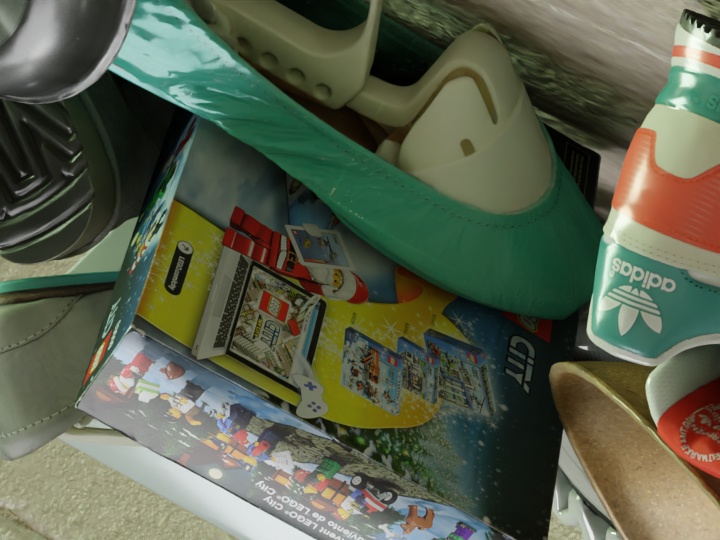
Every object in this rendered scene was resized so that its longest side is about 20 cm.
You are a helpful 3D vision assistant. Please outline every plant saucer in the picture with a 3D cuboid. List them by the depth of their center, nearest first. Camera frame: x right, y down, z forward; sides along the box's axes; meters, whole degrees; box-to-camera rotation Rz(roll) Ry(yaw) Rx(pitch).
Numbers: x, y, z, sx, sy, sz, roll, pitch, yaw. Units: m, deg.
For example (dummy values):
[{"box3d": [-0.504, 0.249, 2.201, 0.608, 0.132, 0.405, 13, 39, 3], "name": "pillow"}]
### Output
[{"box3d": [0.124, 0.098, 0.809, 0.201, 0.035, 0.200, 54, 174, 9], "name": "plant saucer"}]

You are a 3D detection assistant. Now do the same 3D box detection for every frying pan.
[{"box3d": [-0.130, -0.084, 0.853, 0.190, 0.031, 0.115, -35, 86, 45], "name": "frying pan"}]

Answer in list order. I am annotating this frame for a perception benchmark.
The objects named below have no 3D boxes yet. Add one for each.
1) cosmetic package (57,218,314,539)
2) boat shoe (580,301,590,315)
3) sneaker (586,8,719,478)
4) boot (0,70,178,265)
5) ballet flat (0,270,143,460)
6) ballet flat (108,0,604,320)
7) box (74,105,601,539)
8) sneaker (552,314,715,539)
[{"box3d": [-0.023, 0.019, 1.165, 0.150, 0.200, 0.052, 26, 132, 16], "name": "cosmetic package"}, {"box3d": [0.015, -0.021, 1.110, 0.199, 0.074, 0.068, 42, 169, 31], "name": "boat shoe"}, {"box3d": [0.110, 0.012, 0.745, 0.070, 0.094, 0.200, 26, 175, 32], "name": "sneaker"}, {"box3d": [-0.084, -0.086, 0.979, 0.072, 0.183, 0.200, -17, -178, 27], "name": "boot"}, {"box3d": [-0.041, 0.021, 0.961, 0.199, 0.064, 0.067, -12, 178, -35], "name": "ballet flat"}, {"box3d": [0.001, -0.054, 0.865, 0.199, 0.068, 0.070, 31, 137, -10], "name": "ballet flat"}, {"box3d": [0.000, 0.000, 0.901, 0.136, 0.038, 0.200, 30, -144, -12], "name": "box"}, {"box3d": [0.124, 0.084, 0.922, 0.200, 0.075, 0.081, 36, 164, 32], "name": "sneaker"}]
